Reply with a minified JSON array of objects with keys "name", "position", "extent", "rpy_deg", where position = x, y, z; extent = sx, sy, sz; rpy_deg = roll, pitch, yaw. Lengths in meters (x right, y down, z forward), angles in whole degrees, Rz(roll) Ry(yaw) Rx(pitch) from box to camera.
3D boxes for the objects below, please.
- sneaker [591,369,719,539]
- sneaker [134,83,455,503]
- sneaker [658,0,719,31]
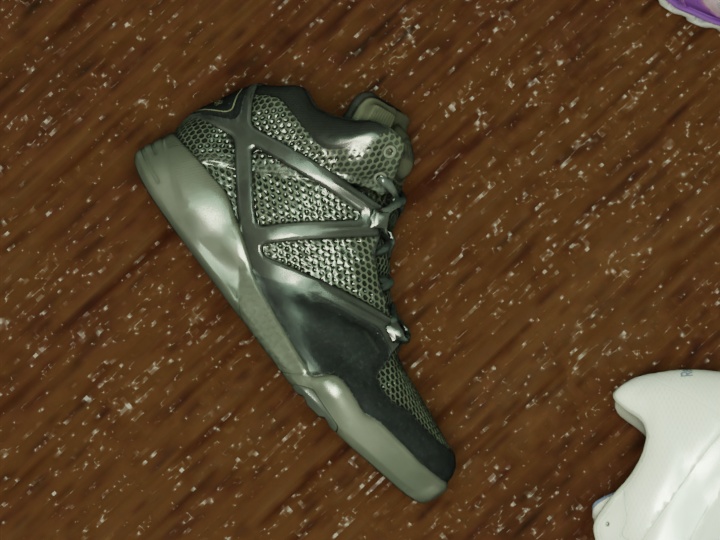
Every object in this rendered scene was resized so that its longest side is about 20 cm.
[{"name":"sneaker","position":[0.143,0.139,1.246],"extent":[0.087,0.075,0.201],"rpy_deg":[4,78,8]},{"name":"sneaker","position":[0.000,0.000,1.235],"extent":[0.114,0.076,0.200],"rpy_deg":[-35,83,0]},{"name":"sneaker","position":[0.211,-0.133,1.256],"extent":[0.199,0.088,0.081],"rpy_deg":[25,85,-1]}]
